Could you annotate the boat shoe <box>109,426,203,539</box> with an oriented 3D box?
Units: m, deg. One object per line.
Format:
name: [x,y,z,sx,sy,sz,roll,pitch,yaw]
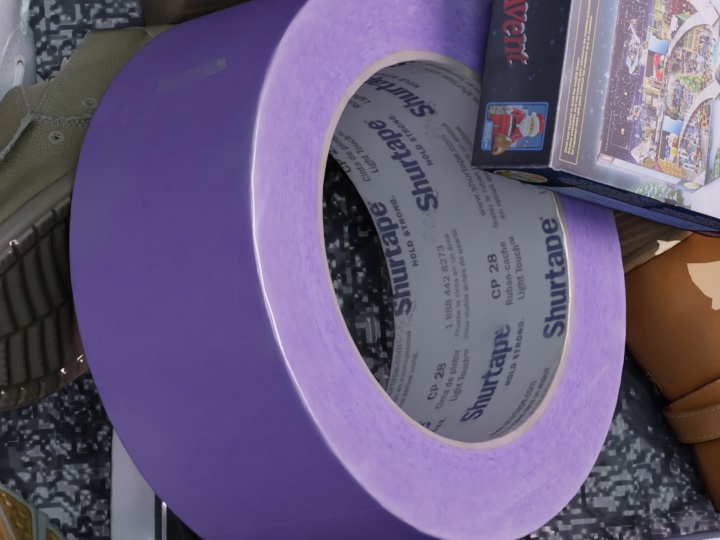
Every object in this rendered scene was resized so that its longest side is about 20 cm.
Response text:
boat shoe: [-0.053,0.077,1.029,0.068,0.074,0.200,0,73,2]

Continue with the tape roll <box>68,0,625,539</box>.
tape roll: [0.000,0.000,0.977,0.200,0.085,0.200,17,67,-48]

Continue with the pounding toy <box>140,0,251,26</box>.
pounding toy: [0.009,-0.202,1.044,0.200,0.142,0.185,-12,85,-14]

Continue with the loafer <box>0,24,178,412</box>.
loafer: [-0.107,-0.022,0.991,0.068,0.076,0.200,15,39,26]

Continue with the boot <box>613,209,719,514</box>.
boot: [0.193,-0.006,1.089,0.200,0.077,0.156,-20,85,-11]

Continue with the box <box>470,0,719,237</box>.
box: [0.109,-0.121,1.009,0.136,0.038,0.200,14,82,-45]

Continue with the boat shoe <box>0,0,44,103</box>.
boat shoe: [-0.149,-0.061,1.034,0.068,0.072,0.200,27,69,-40]

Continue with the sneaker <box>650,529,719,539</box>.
sneaker: [0.185,0.161,1.059,0.202,0.077,0.146,-12,74,-4]

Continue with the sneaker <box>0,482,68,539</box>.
sneaker: [-0.168,0.107,1.010,0.088,0.076,0.200,-38,106,20]
